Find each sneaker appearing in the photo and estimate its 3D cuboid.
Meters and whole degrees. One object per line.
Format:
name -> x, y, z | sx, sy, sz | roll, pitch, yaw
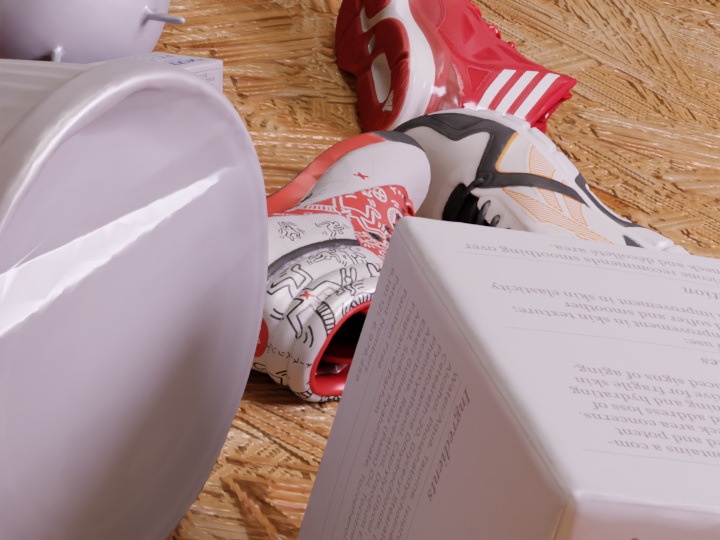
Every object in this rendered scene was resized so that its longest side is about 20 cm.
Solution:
sneaker -> 0.078, -0.017, 1.441 | 0.200, 0.074, 0.080 | 34, 30, 31
sneaker -> -0.001, 0.001, 1.354 | 0.108, 0.068, 0.201 | 31, 30, 24
sneaker -> 0.054, -0.119, 1.664 | 0.115, 0.079, 0.201 | 20, 35, -17

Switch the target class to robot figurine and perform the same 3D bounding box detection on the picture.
robot figurine -> -0.164, -0.148, 1.405 | 0.169, 0.113, 0.200 | -36, 47, -15

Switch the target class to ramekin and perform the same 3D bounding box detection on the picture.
ramekin -> -0.124, 0.015, 1.082 | 0.094, 0.204, 0.202 | 17, 21, 27

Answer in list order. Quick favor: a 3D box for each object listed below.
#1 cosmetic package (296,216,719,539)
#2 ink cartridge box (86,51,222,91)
cosmetic package -> 0.091, 0.105, 1.072 | 0.166, 0.167, 0.200 | 8, 25, -21
ink cartridge box -> -0.137, -0.035, 1.285 | 0.044, 0.095, 0.200 | 10, 16, 35
